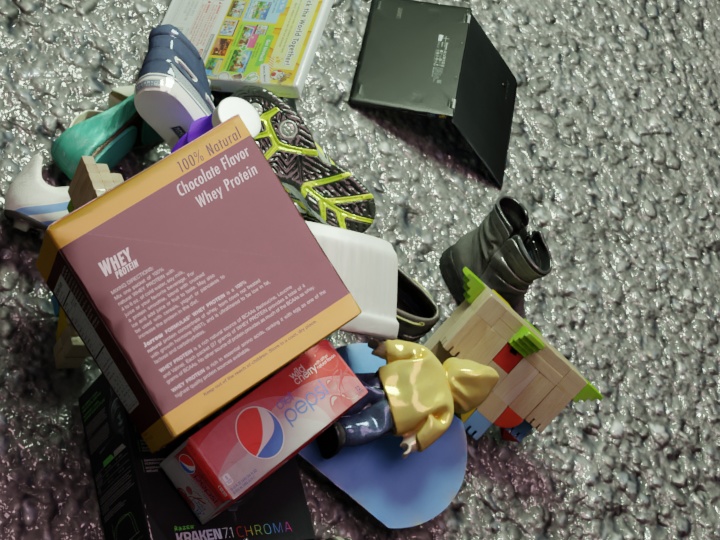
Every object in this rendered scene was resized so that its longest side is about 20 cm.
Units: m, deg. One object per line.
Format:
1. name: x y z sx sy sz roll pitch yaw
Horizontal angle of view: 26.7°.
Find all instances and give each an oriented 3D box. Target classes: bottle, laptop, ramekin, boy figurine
1. bottle: -0.163 -0.097 1.497 0.065 0.200 0.084 36 47 -10
2. laptop: 0.096 -0.225 1.885 0.197 0.117 0.189 9 53 4
3. ramekin: -0.054 0.004 1.499 0.200 0.202 0.096 12 87 -28
4. boy figurine: 0.045 0.123 1.530 0.198 0.065 0.126 -15 70 -26

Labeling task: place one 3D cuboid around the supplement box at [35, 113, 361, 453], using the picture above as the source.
1. supplement box: -0.143 0.013 1.306 0.196 0.133 0.201 -33 89 -20

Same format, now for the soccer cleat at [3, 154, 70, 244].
1. soccer cleat: -0.248 -0.048 1.481 0.198 0.070 0.087 24 81 -20

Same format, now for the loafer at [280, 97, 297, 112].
1. loafer: -0.109 -0.186 1.677 0.070 0.068 0.203 4 64 -44

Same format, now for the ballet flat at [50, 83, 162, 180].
1. ballet flat: -0.248 -0.157 1.570 0.070 0.068 0.200 33 43 13

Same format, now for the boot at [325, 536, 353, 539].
1. boot: 0.041 0.346 1.452 0.149 0.073 0.202 -5 70 -36

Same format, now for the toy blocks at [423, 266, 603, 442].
1. toy blocks: 0.141 0.116 1.628 0.200 0.137 0.100 41 7 -16

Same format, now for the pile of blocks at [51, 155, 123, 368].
1. pile of blocks: -0.247 -0.006 1.425 0.061 0.203 0.082 2 21 -33

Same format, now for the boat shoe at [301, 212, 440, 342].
1. boat shoe: 0.000 0.000 1.645 0.200 0.061 0.072 39 48 -9

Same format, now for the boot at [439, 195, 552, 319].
1. boot: 0.172 0.029 1.698 0.069 0.132 0.202 -20 76 -42

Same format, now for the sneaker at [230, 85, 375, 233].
1. sneaker: -0.071 -0.109 1.605 0.075 0.076 0.200 -43 94 -12

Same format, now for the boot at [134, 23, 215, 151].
1. boot: -0.166 -0.159 1.564 0.201 0.072 0.091 61 29 -51

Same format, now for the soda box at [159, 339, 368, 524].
1. soda box: -0.084 0.142 1.371 0.070 0.063 0.199 51 46 3

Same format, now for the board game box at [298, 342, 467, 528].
1. board game box: 0.013 0.177 1.564 0.199 0.039 0.158 39 53 -2

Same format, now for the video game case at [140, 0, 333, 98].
1. video game case: -0.130 -0.273 1.682 0.179 0.023 0.202 7 51 12

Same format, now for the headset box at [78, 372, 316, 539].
1. headset box: -0.154 0.176 1.407 0.172 0.093 0.202 2 62 -35
